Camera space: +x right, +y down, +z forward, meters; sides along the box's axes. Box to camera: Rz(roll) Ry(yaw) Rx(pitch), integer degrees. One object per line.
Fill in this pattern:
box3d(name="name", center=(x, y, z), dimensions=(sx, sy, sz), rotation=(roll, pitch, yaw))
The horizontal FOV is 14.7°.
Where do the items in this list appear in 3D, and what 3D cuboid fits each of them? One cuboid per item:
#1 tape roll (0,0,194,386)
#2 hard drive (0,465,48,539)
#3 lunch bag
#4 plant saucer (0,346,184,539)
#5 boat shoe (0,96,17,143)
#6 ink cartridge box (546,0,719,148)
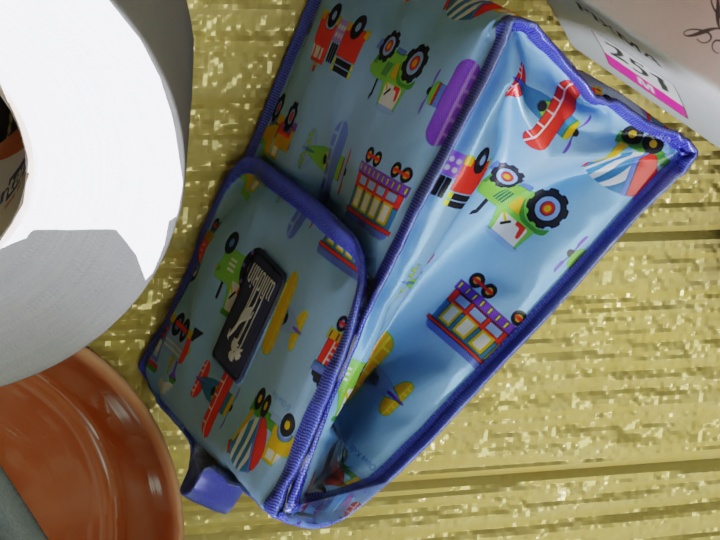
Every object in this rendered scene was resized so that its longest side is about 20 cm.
box3d(name="tape roll", center=(-0.154, -0.054, 0.895), dimensions=(0.199, 0.066, 0.201), rotation=(0, 128, 0))
box3d(name="hard drive", center=(-0.155, 0.159, 0.999), dimensions=(0.139, 0.033, 0.200), rotation=(-34, 118, -11))
box3d(name="lunch bag", center=(0.000, 0.000, 0.988), dimensions=(0.094, 0.150, 0.200), rotation=(33, 91, -29))
box3d(name="plant saucer", center=(-0.162, 0.105, 1.015), dimensions=(0.199, 0.032, 0.201), rotation=(-8, 111, -23))
box3d(name="boat shoe", center=(-0.151, -0.115, 0.928), dimensions=(0.073, 0.065, 0.201), rotation=(-19, 114, -19))
box3d(name="ink cartridge box", center=(0.143, -0.072, 0.968), dimensions=(0.044, 0.200, 0.174), rotation=(-52, 158, -2))
